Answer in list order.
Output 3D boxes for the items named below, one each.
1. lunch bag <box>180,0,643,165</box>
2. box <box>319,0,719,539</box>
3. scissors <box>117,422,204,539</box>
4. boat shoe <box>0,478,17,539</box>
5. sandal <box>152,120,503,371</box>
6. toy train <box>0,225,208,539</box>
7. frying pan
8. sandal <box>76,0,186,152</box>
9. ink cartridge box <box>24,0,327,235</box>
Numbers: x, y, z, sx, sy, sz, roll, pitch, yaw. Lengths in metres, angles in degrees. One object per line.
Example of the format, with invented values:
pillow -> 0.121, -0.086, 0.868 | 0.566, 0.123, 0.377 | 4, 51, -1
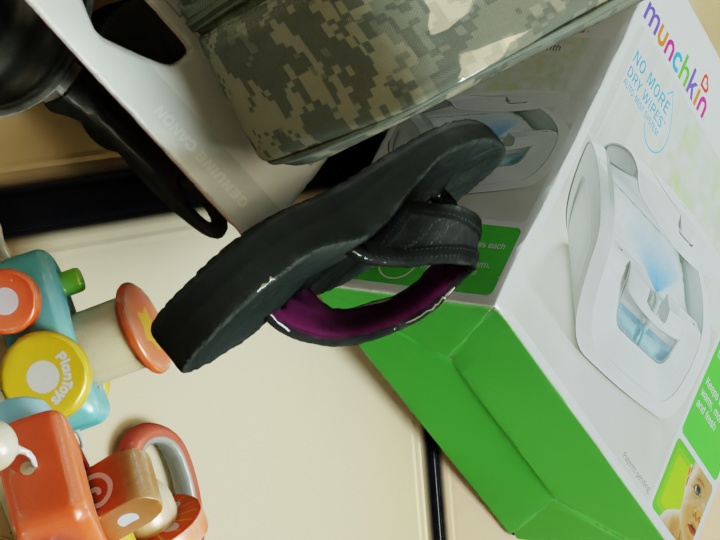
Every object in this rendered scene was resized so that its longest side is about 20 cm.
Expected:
lunch bag -> 0.022, -0.148, 0.842 | 0.200, 0.139, 0.168 | -29, 93, -30
box -> 0.091, -0.005, 1.037 | 0.200, 0.097, 0.177 | 53, 55, -43
scissors -> -0.075, 0.159, 0.934 | 0.073, 0.014, 0.200 | -22, 105, -46
boat shoe -> -0.147, 0.103, 0.812 | 0.069, 0.074, 0.200 | -45, 123, -43
sandal -> -0.001, 0.001, 0.856 | 0.048, 0.075, 0.200 | 49, 33, 7
toy train -> -0.088, 0.043, 0.794 | 0.150, 0.056, 0.200 | 72, -2, -47
frying pan -> -0.113, -0.094, 0.865 | 0.190, 0.031, 0.115 | 28, 62, -42
sandal -> -0.023, -0.085, 0.959 | 0.200, 0.048, 0.075 | -24, 107, -44
ink cartridge box -> -0.058, -0.135, 0.890 | 0.200, 0.044, 0.174 | 48, 66, -23
